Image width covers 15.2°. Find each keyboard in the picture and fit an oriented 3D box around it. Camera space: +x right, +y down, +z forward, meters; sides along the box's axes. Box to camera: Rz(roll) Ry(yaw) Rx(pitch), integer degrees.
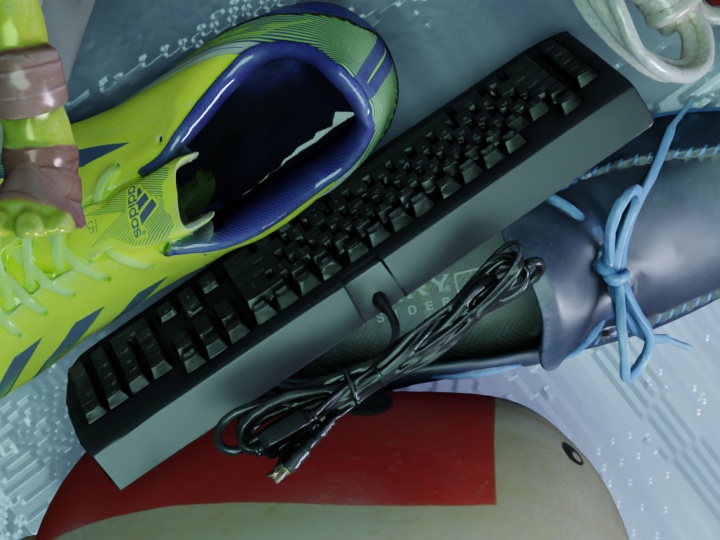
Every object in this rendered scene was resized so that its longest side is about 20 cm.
[{"bbox_3d":[0.000,0.000,0.816,0.199,0.127,0.021,-35,121,-2],"label":"keyboard"}]

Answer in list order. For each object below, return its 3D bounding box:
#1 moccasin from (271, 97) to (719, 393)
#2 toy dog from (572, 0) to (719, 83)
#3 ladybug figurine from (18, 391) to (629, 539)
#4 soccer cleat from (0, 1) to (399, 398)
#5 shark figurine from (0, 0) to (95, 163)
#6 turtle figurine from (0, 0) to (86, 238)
[{"bbox_3d":[0.058,0.008,0.862,0.199,0.068,0.081,-21,106,5],"label":"moccasin"},{"bbox_3d":[0.160,-0.080,0.821,0.096,0.132,0.200,-34,115,31],"label":"toy dog"},{"bbox_3d":[-0.013,0.079,0.858,0.198,0.136,0.073,-2,77,-2],"label":"ladybug figurine"},{"bbox_3d":[-0.076,-0.017,0.843,0.199,0.084,0.065,-34,105,8],"label":"soccer cleat"},{"bbox_3d":[-0.060,-0.138,0.820,0.089,0.128,0.215,28,98,-40],"label":"shark figurine"},{"bbox_3d":[-0.120,-0.093,0.734,0.198,0.064,0.163,3,99,-13],"label":"turtle figurine"}]
